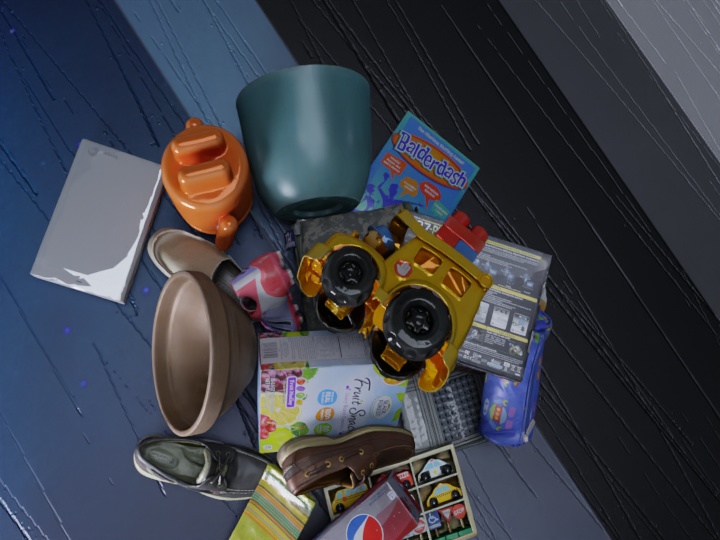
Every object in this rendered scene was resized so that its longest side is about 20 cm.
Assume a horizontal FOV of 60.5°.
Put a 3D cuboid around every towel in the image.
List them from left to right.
[{"bbox_3d":[-0.136,0.363,0.799,0.085,0.018,0.204,27,88,25],"label":"towel"},{"bbox_3d":[0.139,0.164,0.934,0.186,0.035,0.207,-10,80,-14],"label":"towel"}]

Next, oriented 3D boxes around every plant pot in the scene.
[{"bbox_3d":[-0.197,0.105,0.809,0.091,0.198,0.208,2,76,-39],"label":"plant pot"},{"bbox_3d":[-0.071,-0.164,0.875,0.193,0.200,0.167,-6,82,-13],"label":"plant pot"}]

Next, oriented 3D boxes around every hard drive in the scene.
[{"bbox_3d":[-0.365,-0.071,0.878,0.128,0.026,0.207,17,76,-9],"label":"hard drive"}]

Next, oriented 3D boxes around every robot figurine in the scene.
[{"bbox_3d":[-0.202,-0.116,0.833,0.142,0.200,0.118,36,77,2],"label":"robot figurine"}]

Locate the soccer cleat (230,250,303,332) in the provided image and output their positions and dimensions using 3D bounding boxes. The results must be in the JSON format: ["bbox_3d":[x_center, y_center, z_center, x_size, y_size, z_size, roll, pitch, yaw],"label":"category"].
[{"bbox_3d":[-0.123,0.044,0.821,0.075,0.202,0.068,-26,67,-14],"label":"soccer cleat"}]

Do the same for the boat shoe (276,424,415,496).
[{"bbox_3d":[-0.012,0.257,0.820,0.193,0.073,0.069,-1,45,-24],"label":"boat shoe"}]

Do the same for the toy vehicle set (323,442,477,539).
[{"bbox_3d":[0.055,0.335,0.866,0.194,0.027,0.128,-17,83,-5],"label":"toy vehicle set"}]

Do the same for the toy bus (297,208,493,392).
[{"bbox_3d":[0.052,0.003,0.699,0.197,0.136,0.194,35,70,6],"label":"toy bus"}]

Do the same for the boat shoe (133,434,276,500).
[{"bbox_3d":[-0.205,0.262,0.820,0.194,0.066,0.074,15,73,-10],"label":"boat shoe"}]

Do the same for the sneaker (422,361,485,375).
[{"bbox_3d":[0.160,0.116,0.898,0.193,0.075,0.073,-2,79,-15],"label":"sneaker"}]

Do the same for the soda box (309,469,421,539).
[{"bbox_3d":[-0.014,0.357,0.807,0.199,0.063,0.071,-41,81,6],"label":"soda box"}]

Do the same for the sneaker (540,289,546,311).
[{"bbox_3d":[0.199,0.007,0.972,0.195,0.077,0.088,27,43,5],"label":"sneaker"}]

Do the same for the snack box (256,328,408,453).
[{"bbox_3d":[-0.040,0.161,0.826,0.193,0.172,0.069,-3,41,-13],"label":"snack box"}]

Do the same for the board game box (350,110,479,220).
[{"bbox_3d":[0.078,-0.124,0.976,0.150,0.045,0.203,35,74,-3],"label":"board game box"}]

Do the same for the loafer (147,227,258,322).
[{"bbox_3d":[-0.211,0.000,0.874,0.196,0.068,0.077,31,73,-5],"label":"loafer"}]

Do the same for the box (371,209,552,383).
[{"bbox_3d":[0.126,0.032,0.778,0.193,0.049,0.167,16,84,0],"label":"box"}]

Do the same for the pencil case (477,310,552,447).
[{"bbox_3d":[0.215,0.150,0.862,0.076,0.086,0.207,-8,112,-33],"label":"pencil case"}]

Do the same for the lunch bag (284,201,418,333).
[{"bbox_3d":[0.000,0.000,0.873,0.193,0.140,0.174,-11,78,1],"label":"lunch bag"}]
